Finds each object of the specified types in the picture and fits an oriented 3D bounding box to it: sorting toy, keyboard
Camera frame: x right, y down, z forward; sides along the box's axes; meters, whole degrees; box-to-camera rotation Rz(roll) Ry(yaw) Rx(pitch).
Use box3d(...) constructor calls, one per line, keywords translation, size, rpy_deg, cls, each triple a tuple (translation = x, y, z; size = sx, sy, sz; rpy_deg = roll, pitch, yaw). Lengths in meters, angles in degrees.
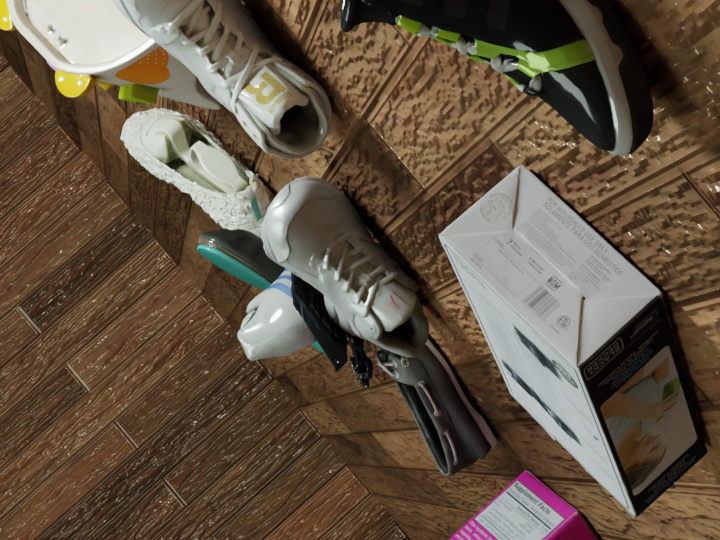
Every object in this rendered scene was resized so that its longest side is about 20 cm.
box3d(translation=(-0.198, -0.195, 1.840), size=(0.200, 0.107, 0.180), rpy_deg=(45, -169, 30), cls="sorting toy")
box3d(translation=(-0.023, 0.024, 1.830), size=(0.128, 0.020, 0.200), rpy_deg=(58, -168, -25), cls="keyboard")

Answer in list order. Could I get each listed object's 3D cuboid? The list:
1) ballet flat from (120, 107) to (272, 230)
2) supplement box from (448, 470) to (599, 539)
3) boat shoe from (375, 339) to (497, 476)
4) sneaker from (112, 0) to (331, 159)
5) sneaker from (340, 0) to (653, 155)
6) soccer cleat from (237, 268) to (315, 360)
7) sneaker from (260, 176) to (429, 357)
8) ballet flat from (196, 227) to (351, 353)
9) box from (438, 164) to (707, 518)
box3d(translation=(-0.155, -0.109, 2.047), size=(0.200, 0.072, 0.072), rpy_deg=(36, 167, 29), cls="ballet flat")
box3d(translation=(0.117, 0.287, 1.875), size=(0.101, 0.200, 0.103), rpy_deg=(54, 172, -29), cls="supplement box")
box3d(translation=(0.052, 0.103, 1.885), size=(0.200, 0.057, 0.067), rpy_deg=(54, 171, -32), cls="boat shoe")
box3d(translation=(-0.084, -0.148, 1.427), size=(0.115, 0.074, 0.200), rpy_deg=(42, 179, 37), cls="sneaker")
box3d(translation=(0.030, -0.112, 0.860), size=(0.200, 0.083, 0.072), rpy_deg=(49, 173, 2), cls="sneaker")
box3d(translation=(-0.064, 0.028, 1.911), size=(0.070, 0.086, 0.200), rpy_deg=(61, -169, -7), cls="soccer cleat")
box3d(translation=(0.000, 0.000, 1.680), size=(0.099, 0.078, 0.200), rpy_deg=(34, 173, 42), cls="sneaker")
box3d(translation=(-0.073, 0.002, 2.014), size=(0.068, 0.069, 0.200), rpy_deg=(13, 158, 48), cls="ballet flat")
box3d(translation=(0.120, 0.043, 1.186), size=(0.117, 0.060, 0.200), rpy_deg=(45, 171, 32), cls="box")
